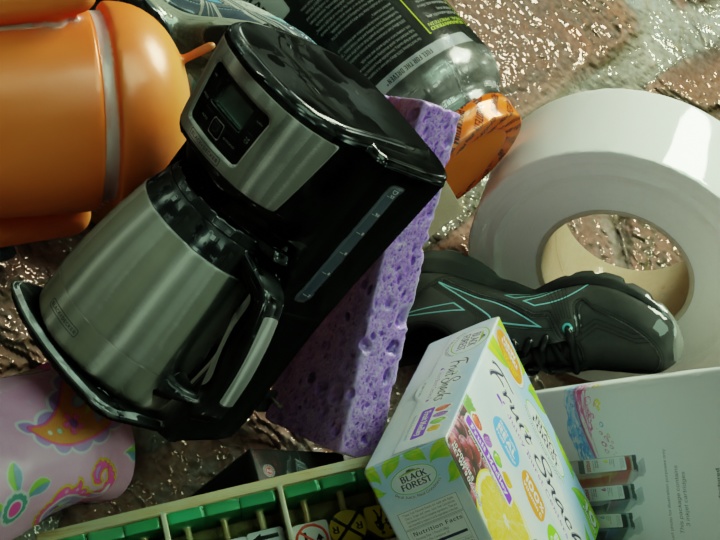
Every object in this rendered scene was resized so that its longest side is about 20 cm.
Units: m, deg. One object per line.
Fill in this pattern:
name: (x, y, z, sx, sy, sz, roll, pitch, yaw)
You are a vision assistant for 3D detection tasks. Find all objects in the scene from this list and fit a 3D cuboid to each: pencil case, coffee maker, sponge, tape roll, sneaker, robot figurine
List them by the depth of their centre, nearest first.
pencil case: (-0.207, 0.107, 1.151, 0.199, 0.087, 0.088, -22, 77, -47)
coffee maker: (-0.060, -0.021, 1.212, 0.135, 0.200, 0.192, 43, 15, 9)
robot figurine: (-0.179, -0.086, 1.236, 0.199, 0.117, 0.145, -5, 92, -14)
sponge: (0.000, 0.000, 1.293, 0.030, 0.111, 0.201, 15, 89, -23)
sneaker: (-0.115, -0.141, 1.401, 0.199, 0.078, 0.086, 23, 20, 9)
sneaker: (0.104, 0.045, 1.426, 0.079, 0.199, 0.076, -56, 142, -38)
tape roll: (0.174, -0.018, 1.496, 0.202, 0.202, 0.071, 39, 41, -14)

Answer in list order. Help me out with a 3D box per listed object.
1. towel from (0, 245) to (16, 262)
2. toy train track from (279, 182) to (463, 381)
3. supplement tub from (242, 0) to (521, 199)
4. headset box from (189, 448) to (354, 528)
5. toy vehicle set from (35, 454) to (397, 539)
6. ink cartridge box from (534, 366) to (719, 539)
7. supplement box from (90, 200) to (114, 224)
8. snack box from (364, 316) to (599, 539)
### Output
towel: (-0.293, -0.049, 1.232, 0.199, 0.022, 0.147, -16, 74, -49)
toy train track: (-0.024, 0.013, 1.363, 0.200, 0.032, 0.115, -38, 109, -16)
supplement tub: (0.005, -0.138, 1.466, 0.122, 0.123, 0.200, -20, 64, -48)
headset box: (0.013, 0.185, 1.296, 0.199, 0.075, 0.149, 7, 56, -39)
toy vehicle set: (-0.061, 0.176, 1.187, 0.199, 0.027, 0.125, -13, 64, -7)
ink cartridge box: (0.195, 0.134, 1.383, 0.145, 0.199, 0.146, -2, 85, -43)
supplement box: (-0.081, -0.041, 1.384, 0.199, 0.066, 0.069, 23, 51, -28)
snack box: (0.071, 0.124, 1.238, 0.143, 0.053, 0.200, 65, 17, -10)
